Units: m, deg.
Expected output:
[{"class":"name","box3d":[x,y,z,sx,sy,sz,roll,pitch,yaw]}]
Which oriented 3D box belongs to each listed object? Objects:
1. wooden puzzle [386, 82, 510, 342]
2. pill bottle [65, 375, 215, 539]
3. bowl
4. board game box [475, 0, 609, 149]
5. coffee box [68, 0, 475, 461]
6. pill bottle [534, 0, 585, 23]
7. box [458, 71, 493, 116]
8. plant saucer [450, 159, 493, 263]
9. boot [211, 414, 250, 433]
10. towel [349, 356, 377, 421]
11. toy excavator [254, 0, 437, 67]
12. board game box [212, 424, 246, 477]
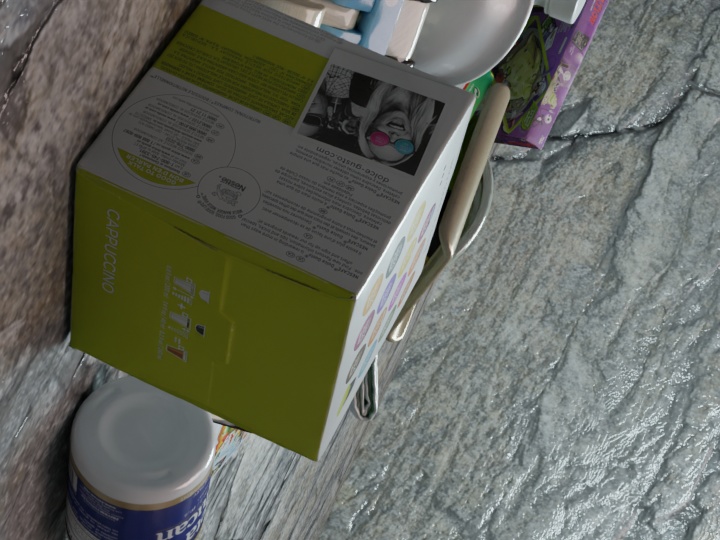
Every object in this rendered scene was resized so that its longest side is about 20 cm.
[{"class":"wooden puzzle","box3d":[0.071,-0.052,1.642,0.200,0.037,0.186,116,-5,-59]},{"class":"pill bottle","box3d":[-0.177,0.181,1.437,0.200,0.111,0.111,104,12,-51]},{"class":"bowl","box3d":[0.046,-0.254,1.513,0.090,0.201,0.202,-1,120,-46]},{"class":"board game box","box3d":[0.171,-0.215,1.752,0.120,0.032,0.201,14,-103,61]},{"class":"coffee box","box3d":[-0.065,-0.031,1.230,0.200,0.199,0.198,104,14,-52]},{"class":"pill bottle","box3d":[0.120,-0.303,1.678,0.111,0.199,0.111,24,90,-82]},{"class":"box","box3d":[0.009,-0.141,1.626,0.048,0.199,0.118,57,44,-29]},{"class":"plant saucer","box3d":[0.047,-0.066,1.883,0.201,0.199,0.050,-64,150,-18]},{"class":"boot","box3d":[-0.088,0.067,1.647,0.203,0.073,0.154,20,91,-53]},{"class":"towel","box3d":[-0.031,0.022,1.586,0.200,0.031,0.150,-127,-148,-54]},{"class":"toy excavator","box3d":[-0.032,-0.199,1.368,0.194,0.199,0.100,46,-58,50]},{"class":"board game box","box3d":[-0.146,0.154,1.853,0.200,0.034,0.127,-50,162,-65]}]
